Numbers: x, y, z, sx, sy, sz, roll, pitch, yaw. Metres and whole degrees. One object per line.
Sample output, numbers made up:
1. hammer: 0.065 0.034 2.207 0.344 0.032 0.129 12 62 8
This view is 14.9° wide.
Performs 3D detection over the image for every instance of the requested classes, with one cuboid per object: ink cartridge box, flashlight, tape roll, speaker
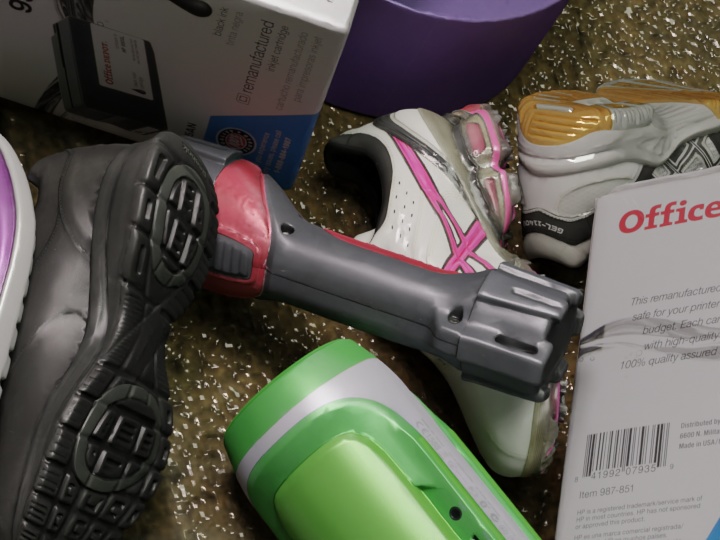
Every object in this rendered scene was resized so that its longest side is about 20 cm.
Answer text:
1. ink cartridge box: 0.174 0.059 1.217 0.084 0.144 0.201 38 52 -44
2. ink cartridge box: -0.103 -0.131 1.224 0.199 0.145 0.085 18 61 -3
3. flashlight: 0.000 0.000 1.213 0.199 0.068 0.068 18 74 15
4. tape roll: 0.016 -0.181 1.376 0.199 0.085 0.201 13 53 -18
5. speaker: 0.029 0.128 1.168 0.088 0.089 0.200 -29 73 -37

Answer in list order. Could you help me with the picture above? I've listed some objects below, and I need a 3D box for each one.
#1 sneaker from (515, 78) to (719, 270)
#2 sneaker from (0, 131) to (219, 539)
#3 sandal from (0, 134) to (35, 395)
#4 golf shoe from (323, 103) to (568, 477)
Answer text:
1. sneaker: 0.137 -0.046 1.359 0.075 0.088 0.199 13 14 38
2. sneaker: -0.125 0.037 1.171 0.076 0.090 0.201 46 54 -51
3. sandal: -0.181 0.014 1.143 0.050 0.082 0.204 44 37 -47
4. golf shoe: 0.039 0.013 1.269 0.091 0.073 0.201 -6 54 -13
